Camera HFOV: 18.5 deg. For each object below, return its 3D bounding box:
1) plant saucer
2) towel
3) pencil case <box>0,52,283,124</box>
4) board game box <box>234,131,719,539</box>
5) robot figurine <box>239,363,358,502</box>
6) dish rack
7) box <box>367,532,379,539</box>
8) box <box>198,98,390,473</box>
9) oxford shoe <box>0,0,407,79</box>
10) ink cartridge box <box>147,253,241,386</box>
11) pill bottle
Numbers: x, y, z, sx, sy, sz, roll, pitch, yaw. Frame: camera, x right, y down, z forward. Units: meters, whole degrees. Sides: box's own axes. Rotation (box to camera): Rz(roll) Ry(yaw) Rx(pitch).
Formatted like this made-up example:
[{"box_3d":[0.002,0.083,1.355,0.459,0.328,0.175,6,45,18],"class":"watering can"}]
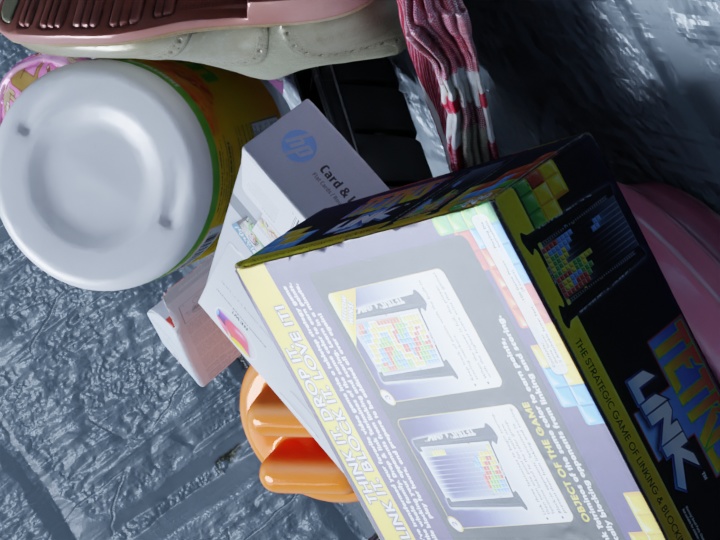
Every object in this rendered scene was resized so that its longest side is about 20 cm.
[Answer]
[{"box_3d":[0.137,0.040,0.856,0.201,0.051,0.201,52,173,10],"class":"plant saucer"},{"box_3d":[0.027,-0.089,0.870,0.200,0.023,0.144,72,-178,-56],"class":"towel"},{"box_3d":[-0.131,-0.102,1.337,0.200,0.083,0.087,-18,-91,-54],"class":"pencil case"},{"box_3d":[0.060,0.061,0.809,0.165,0.057,0.200,-12,109,55],"class":"board game box"},{"box_3d":[-0.001,0.068,1.371,0.144,0.117,0.200,44,-147,-3],"class":"robot figurine"},{"box_3d":[0.000,0.000,1.132,0.200,0.055,0.153,98,163,-44],"class":"dish rack"},{"box_3d":[0.089,0.199,1.421,0.148,0.104,0.200,53,-171,6],"class":"box"},{"box_3d":[-0.001,0.029,0.979,0.156,0.041,0.200,49,159,9],"class":"box"},{"box_3d":[-0.073,-0.113,1.019,0.200,0.071,0.074,1,145,24],"class":"oxford shoe"},{"box_3d":[-0.061,-0.019,1.354,0.057,0.163,0.200,46,170,19],"class":"ink cartridge box"},{"box_3d":[-0.100,-0.059,1.137,0.111,0.111,0.200,54,-162,2],"class":"pill bottle"}]
